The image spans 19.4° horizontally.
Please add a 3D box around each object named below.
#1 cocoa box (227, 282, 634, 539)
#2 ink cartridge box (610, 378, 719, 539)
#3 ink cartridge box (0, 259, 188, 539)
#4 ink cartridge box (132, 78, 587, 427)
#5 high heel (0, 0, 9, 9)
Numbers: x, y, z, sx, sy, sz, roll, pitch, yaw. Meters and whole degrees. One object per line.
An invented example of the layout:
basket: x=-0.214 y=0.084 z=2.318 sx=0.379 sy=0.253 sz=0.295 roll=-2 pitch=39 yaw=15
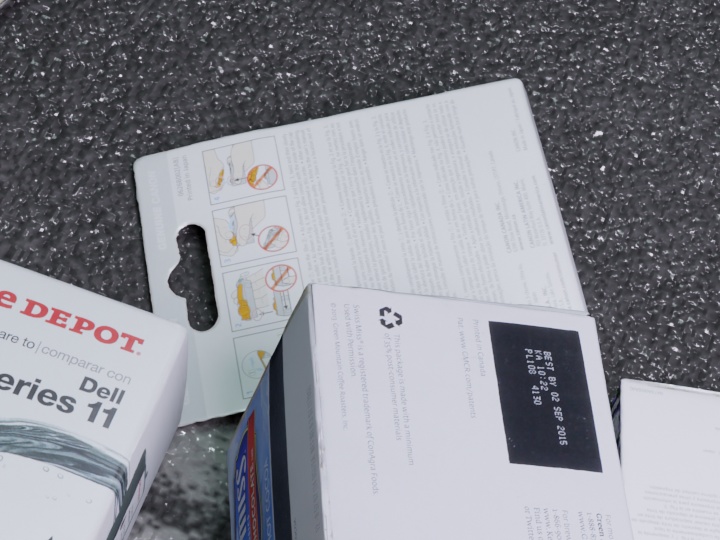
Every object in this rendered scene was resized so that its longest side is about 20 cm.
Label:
cocoa box: x=0.027 y=0.126 z=0.852 sx=0.133 sy=0.131 sz=0.200 roll=7 pitch=53 yaw=-17
ink cartridge box: x=0.159 y=0.150 z=0.920 sx=0.109 sy=0.050 sz=0.200 roll=9 pitch=55 yaw=-5
ink cartridge box: x=-0.172 y=0.095 z=0.873 sx=0.146 sy=0.083 sz=0.200 roll=19 pitch=53 yaw=3
ink cartridge box: x=0.000 y=0.000 z=1.016 sx=0.200 sy=0.050 sz=0.162 roll=-13 pitch=56 yaw=2
high heel: x=-0.179 y=-0.137 z=1.050 sx=0.142 sy=0.071 sz=0.200 roll=-7 pitch=50 yaw=-14
